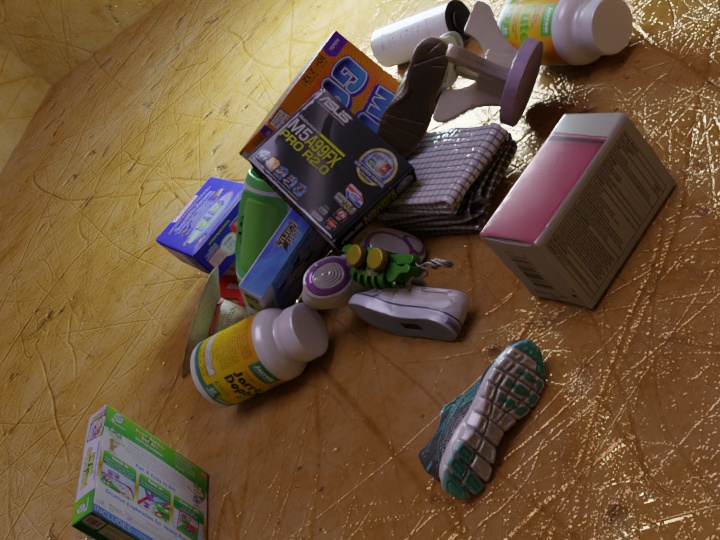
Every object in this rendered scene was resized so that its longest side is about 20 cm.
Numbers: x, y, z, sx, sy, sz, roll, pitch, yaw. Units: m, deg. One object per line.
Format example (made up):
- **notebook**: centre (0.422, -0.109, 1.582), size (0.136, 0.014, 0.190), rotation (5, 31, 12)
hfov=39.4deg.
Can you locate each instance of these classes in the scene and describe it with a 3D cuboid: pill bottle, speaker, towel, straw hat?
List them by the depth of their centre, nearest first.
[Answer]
- **towel**: centre (0.129, -0.133, 1.493), size (0.200, 0.086, 0.166), rotation (-1, 50, 52)
- **pill bottle**: centre (-0.149, 0.123, 1.502), size (0.200, 0.113, 0.113), rotation (-26, 35, 30)
- **pill bottle**: centre (0.309, -0.366, 1.517), size (0.111, 0.111, 0.200), rotation (-53, 30, -12)
- **speaker**: centre (-0.156, -0.066, 1.641), size (0.088, 0.088, 0.200), rotation (-116, 31, -59)
- **straw hat**: centre (-0.222, 0.093, 1.644), size (0.201, 0.085, 0.201), rotation (-164, 90, -88)
- **speaker**: centre (0.114, -0.443, 1.886), size (0.200, 0.081, 0.081), rotation (-8, 47, 47)

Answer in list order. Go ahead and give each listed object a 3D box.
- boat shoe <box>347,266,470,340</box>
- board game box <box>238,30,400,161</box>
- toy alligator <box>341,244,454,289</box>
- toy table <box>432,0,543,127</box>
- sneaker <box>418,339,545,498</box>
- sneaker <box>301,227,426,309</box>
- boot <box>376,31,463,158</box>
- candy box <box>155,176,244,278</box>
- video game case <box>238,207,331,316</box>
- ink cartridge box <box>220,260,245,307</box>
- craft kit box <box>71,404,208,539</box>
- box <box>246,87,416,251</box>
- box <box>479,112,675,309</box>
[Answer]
- **boat shoe**: centre (0.070, 0.037, 1.370), size (0.202, 0.075, 0.086), rotation (4, 57, 51)
- **board game box**: centre (-0.047, -0.229, 1.656), size (0.200, 0.200, 0.200), rotation (-56, 12, -16)
- **toy alligator**: centre (0.041, 0.002, 1.340), size (0.200, 0.059, 0.054), rotation (11, 88, 46)
- **toy table**: centre (0.190, -0.288, 1.471), size (0.200, 0.117, 0.184), rotation (52, -120, -78)
- **sneaker**: centre (0.132, 0.158, 1.149), size (0.200, 0.078, 0.091), rotation (-53, 27, -15)
- **sneaker**: centre (0.000, 0.000, 1.465), size (0.200, 0.075, 0.100), rotation (-21, -20, -20)
- **boot**: centre (0.097, -0.270, 1.551), size (0.200, 0.072, 0.155), rotation (-67, -7, 23)
- **candy box**: centre (-0.268, -0.083, 1.852), size (0.169, 0.077, 0.200), rotation (-51, 30, -12)
- **video game case**: centre (-0.109, -0.013, 1.575), size (0.200, 0.045, 0.181), rotation (-57, -12, -18)
- **ink cartridge box**: centre (-0.216, -0.004, 1.808), size (0.200, 0.045, 0.176), rotation (0, 52, 52)
- **craft kit box**: centre (-0.294, 0.309, 1.372), size (0.048, 0.200, 0.198), rotation (-36, 31, 20)
- **box**: centre (-0.043, -0.150, 1.470), size (0.160, 0.044, 0.200), rotation (-43, 69, -7)
- **box**: centre (0.261, -0.075, 1.209), size (0.200, 0.128, 0.109), rotation (-53, 30, -14)
